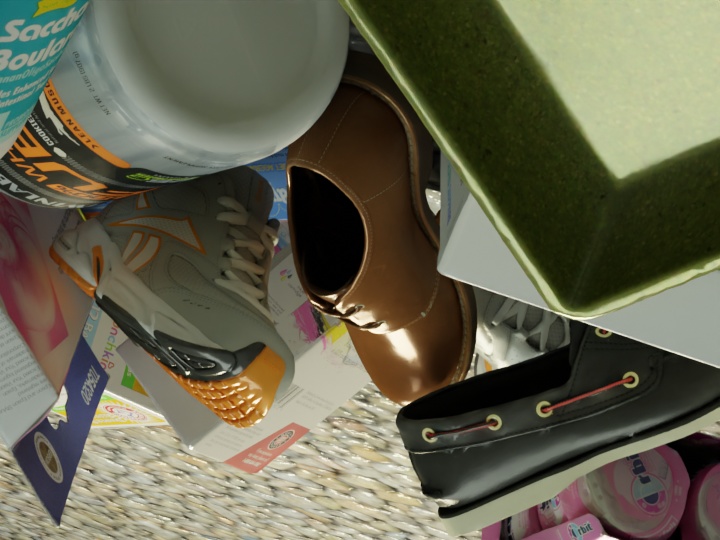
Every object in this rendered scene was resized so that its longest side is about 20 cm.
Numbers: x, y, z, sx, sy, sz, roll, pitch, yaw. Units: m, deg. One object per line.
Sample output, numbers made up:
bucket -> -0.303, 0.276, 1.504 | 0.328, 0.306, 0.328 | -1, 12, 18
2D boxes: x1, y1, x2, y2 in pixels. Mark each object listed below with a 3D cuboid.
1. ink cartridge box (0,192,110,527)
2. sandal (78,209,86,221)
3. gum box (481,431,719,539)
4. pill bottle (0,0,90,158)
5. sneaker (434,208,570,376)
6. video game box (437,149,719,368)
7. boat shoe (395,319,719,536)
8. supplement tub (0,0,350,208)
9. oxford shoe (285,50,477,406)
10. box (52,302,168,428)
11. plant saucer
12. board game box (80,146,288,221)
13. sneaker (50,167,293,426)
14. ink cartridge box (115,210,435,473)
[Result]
ink cartridge box -> -0.167, -0.004, 1.179 | 0.200, 0.043, 0.196 | 59, -170, -16
sandal -> -0.080, -0.042, 1.291 | 0.087, 0.080, 0.200 | -13, 180, -41
gum box -> 0.162, 0.129, 1.192 | 0.200, 0.066, 0.113 | 15, 155, -23
pill bottle -> -0.140, -0.131, 0.884 | 0.111, 0.111, 0.200 | 21, 133, -15
sneaker -> 0.089, 0.029, 1.172 | 0.092, 0.076, 0.200 | 34, 170, 34
video game box -> 0.130, -0.022, 0.998 | 0.200, 0.047, 0.182 | 19, -158, -7
boat shoe -> 0.111, 0.046, 1.077 | 0.201, 0.063, 0.074 | -26, -171, 14
supplement tub -> -0.103, -0.092, 1.040 | 0.122, 0.123, 0.200 | 25, 161, -27
oxford shoe -> 0.000, 0.000, 1.073 | 0.071, 0.071, 0.200 | 13, 143, 27
box -> -0.193, 0.009, 1.462 | 0.200, 0.113, 0.101 | 28, 159, -34
plant saucer -> 0.095, -0.102, 0.775 | 0.200, 0.048, 0.200 | -24, 109, 37
board game box -> -0.084, -0.069, 1.186 | 0.200, 0.019, 0.103 | -1, 122, 46
sneaker -> -0.068, -0.004, 1.082 | 0.076, 0.092, 0.200 | 48, 174, -30
ink cartridge box -> -0.011, 0.009, 1.231 | 0.068, 0.200, 0.116 | 52, -176, 17
